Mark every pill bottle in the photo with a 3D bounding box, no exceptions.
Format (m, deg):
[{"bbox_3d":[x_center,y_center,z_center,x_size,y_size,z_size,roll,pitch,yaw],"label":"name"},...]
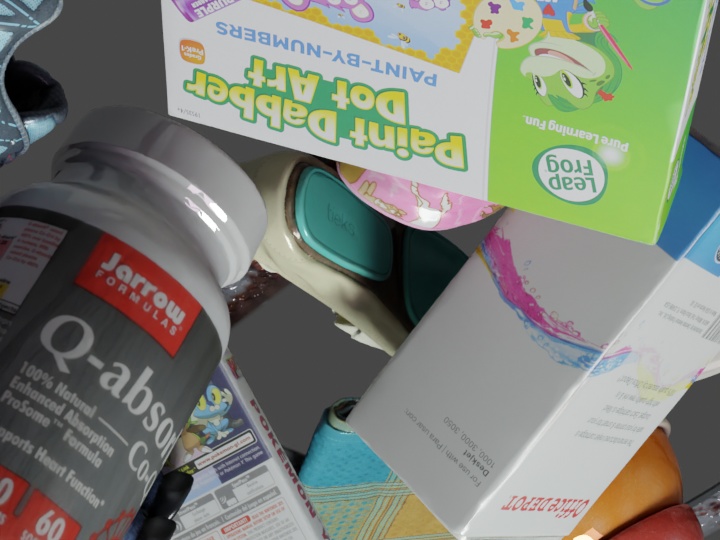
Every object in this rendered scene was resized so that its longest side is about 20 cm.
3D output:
[{"bbox_3d":[-0.122,0.038,0.659,0.115,0.201,0.116,21,151,12],"label":"pill bottle"}]

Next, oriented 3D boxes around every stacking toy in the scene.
[{"bbox_3d":[0.169,0.196,0.970,0.146,0.200,0.146,-27,156,-14],"label":"stacking toy"}]

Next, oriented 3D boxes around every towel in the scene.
[{"bbox_3d":[0.025,0.133,1.000,0.146,0.022,0.200,-1,146,-18],"label":"towel"}]

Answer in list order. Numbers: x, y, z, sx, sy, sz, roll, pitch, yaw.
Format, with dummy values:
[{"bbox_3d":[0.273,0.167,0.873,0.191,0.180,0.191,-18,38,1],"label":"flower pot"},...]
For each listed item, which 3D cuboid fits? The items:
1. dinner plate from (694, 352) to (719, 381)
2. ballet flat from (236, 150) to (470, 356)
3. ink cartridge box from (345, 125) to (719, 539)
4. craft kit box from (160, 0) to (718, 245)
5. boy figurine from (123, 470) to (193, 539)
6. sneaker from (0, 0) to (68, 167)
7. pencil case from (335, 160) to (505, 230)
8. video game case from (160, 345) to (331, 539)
[{"bbox_3d":[0.190,0.010,0.899,0.199,0.024,0.201,-12,140,-11],"label":"dinner plate"},{"bbox_3d":[0.000,0.000,0.796,0.069,0.070,0.200,-31,140,19],"label":"ballet flat"},{"bbox_3d":[0.104,0.025,0.758,0.200,0.085,0.144,-54,154,10],"label":"ink cartridge box"},{"bbox_3d":[0.025,-0.116,0.561,0.199,0.049,0.198,15,140,13],"label":"craft kit box"},{"bbox_3d":[-0.171,0.068,0.741,0.200,0.125,0.064,38,115,-13],"label":"boy figurine"},{"bbox_3d":[-0.163,-0.050,0.643,0.095,0.080,0.200,-1,141,-24],"label":"sneaker"},{"bbox_3d":[0.045,-0.103,0.652,0.082,0.087,0.201,-20,147,-29],"label":"pencil case"},{"bbox_3d":[-0.129,0.123,0.821,0.199,0.183,0.023,-28,-179,16],"label":"video game case"}]
